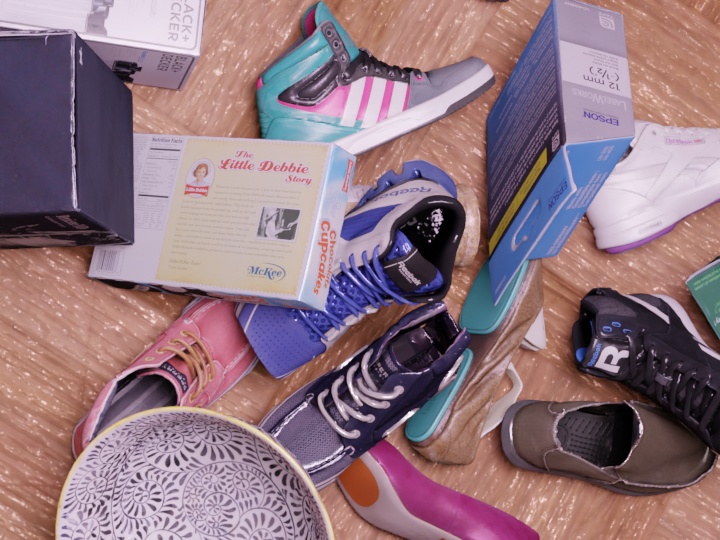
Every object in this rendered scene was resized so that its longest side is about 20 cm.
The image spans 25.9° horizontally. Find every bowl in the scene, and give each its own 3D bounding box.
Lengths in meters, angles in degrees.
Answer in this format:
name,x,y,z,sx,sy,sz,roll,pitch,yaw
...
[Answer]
name,x,y,z,sx,sy,sz,roll,pitch,yaw
bowl,-0.102,0.178,1.094,0.199,0.094,0.203,3,103,13

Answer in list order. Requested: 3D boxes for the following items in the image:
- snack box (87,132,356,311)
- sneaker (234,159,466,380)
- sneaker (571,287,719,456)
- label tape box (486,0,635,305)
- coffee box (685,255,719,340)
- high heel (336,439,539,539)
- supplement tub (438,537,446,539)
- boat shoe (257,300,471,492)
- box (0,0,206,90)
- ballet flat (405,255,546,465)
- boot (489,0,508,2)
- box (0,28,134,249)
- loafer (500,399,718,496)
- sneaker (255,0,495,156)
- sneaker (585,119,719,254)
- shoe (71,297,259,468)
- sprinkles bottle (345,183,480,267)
name,x,y,z,sx,sy,sz,roll,pitch,yaw
snack box,-0.104,-0.039,1.154,0.199,0.037,0.117,6,78,33
sneaker,0.001,0.000,1.140,0.199,0.115,0.081,-40,109,-2
sneaker,0.229,0.084,1.210,0.111,0.200,0.074,5,117,-28
label tape box,0.150,-0.086,1.193,0.066,0.144,0.201,12,49,-14
coffee box,0.347,0.072,1.271,0.201,0.044,0.123,60,30,5
high heel,0.055,0.170,1.228,0.200,0.067,0.096,47,52,6
supplement tub,-0.007,0.280,1.137,0.199,0.123,0.123,-25,89,1
boat shoe,-0.004,0.092,1.148,0.200,0.093,0.075,-37,77,-21
box,-0.219,-0.189,1.169,0.198,0.117,0.061,7,81,-14
ballet flat,0.107,0.067,1.250,0.072,0.068,0.201,33,76,-29
boot,0.069,-0.332,1.279,0.199,0.072,0.167,26,76,-13
box,-0.268,-0.083,1.077,0.195,0.200,0.125,-3,85,3
loafer,0.210,0.141,1.249,0.198,0.070,0.076,6,82,-25
sneaker,0.001,-0.161,1.241,0.199,0.084,0.122,-24,99,-14
sneaker,0.268,-0.095,1.299,0.199,0.075,0.100,-27,91,-16
shoe,-0.132,0.077,1.170,0.200,0.091,0.072,-43,94,-15
sprinkles bottle,-0.009,-0.035,1.226,0.198,0.068,0.069,-1,83,-14
